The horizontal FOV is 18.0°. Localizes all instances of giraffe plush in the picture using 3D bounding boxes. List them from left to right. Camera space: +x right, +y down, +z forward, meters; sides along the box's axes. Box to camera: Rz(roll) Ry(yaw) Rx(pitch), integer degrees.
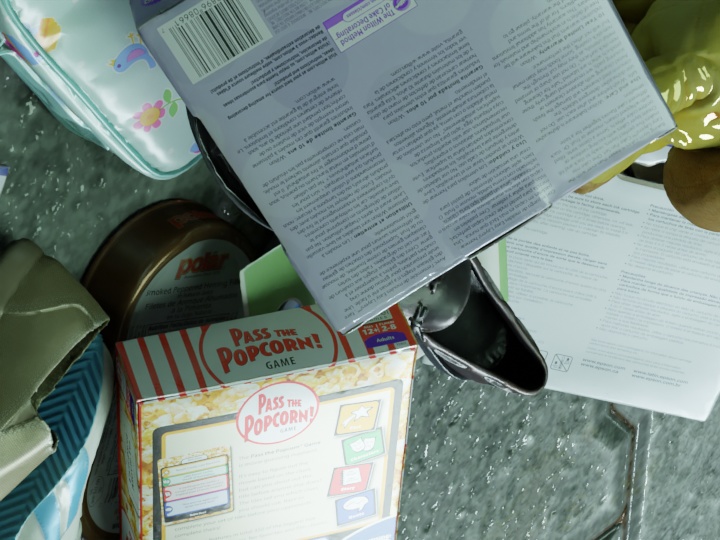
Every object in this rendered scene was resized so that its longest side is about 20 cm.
[{"bbox_3d":[0.199,-0.093,1.273,0.200,0.173,0.162,-30,126,26],"label":"giraffe plush"}]

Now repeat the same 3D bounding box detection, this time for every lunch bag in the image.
[{"bbox_3d":[-0.109,-0.144,1.068,0.160,0.077,0.200,-49,142,-8],"label":"lunch bag"}]

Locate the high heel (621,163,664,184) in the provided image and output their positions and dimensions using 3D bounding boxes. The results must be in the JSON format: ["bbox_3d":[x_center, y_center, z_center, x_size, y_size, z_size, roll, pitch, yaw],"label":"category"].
[{"bbox_3d":[0.164,-0.076,1.402,0.071,0.143,0.200,-30,157,23],"label":"high heel"}]

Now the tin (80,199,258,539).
[{"bbox_3d":[-0.114,0.059,1.246,0.112,0.042,0.200,-11,122,-53],"label":"tin"}]

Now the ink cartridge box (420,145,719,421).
[{"bbox_3d":[0.157,-0.009,1.405,0.196,0.043,0.200,13,123,-11],"label":"ink cartridge box"}]

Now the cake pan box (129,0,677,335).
[{"bbox_3d":[0.019,-0.092,1.038,0.200,0.052,0.184,-33,114,4],"label":"cake pan box"}]

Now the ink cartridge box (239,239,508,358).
[{"bbox_3d":[0.000,0.000,1.278,0.200,0.048,0.146,-31,135,-30],"label":"ink cartridge box"}]

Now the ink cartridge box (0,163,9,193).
[{"bbox_3d":[-0.269,0.023,1.018,0.199,0.041,0.200,12,105,-56],"label":"ink cartridge box"}]

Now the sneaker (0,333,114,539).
[{"bbox_3d":[-0.178,0.118,1.186,0.200,0.076,0.081,-68,165,8],"label":"sneaker"}]

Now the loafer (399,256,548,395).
[{"bbox_3d":[0.048,0.012,1.252,0.072,0.063,0.200,-55,143,-7],"label":"loafer"}]

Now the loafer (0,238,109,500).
[{"bbox_3d":[-0.184,0.083,1.103,0.076,0.067,0.200,110,3,-82],"label":"loafer"}]

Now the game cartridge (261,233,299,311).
[{"bbox_3d":[-0.034,0.056,1.346,0.133,0.040,0.200,8,108,-50],"label":"game cartridge"}]

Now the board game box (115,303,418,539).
[{"bbox_3d":[-0.052,0.109,1.221,0.151,0.046,0.200,-10,136,-16],"label":"board game box"}]
